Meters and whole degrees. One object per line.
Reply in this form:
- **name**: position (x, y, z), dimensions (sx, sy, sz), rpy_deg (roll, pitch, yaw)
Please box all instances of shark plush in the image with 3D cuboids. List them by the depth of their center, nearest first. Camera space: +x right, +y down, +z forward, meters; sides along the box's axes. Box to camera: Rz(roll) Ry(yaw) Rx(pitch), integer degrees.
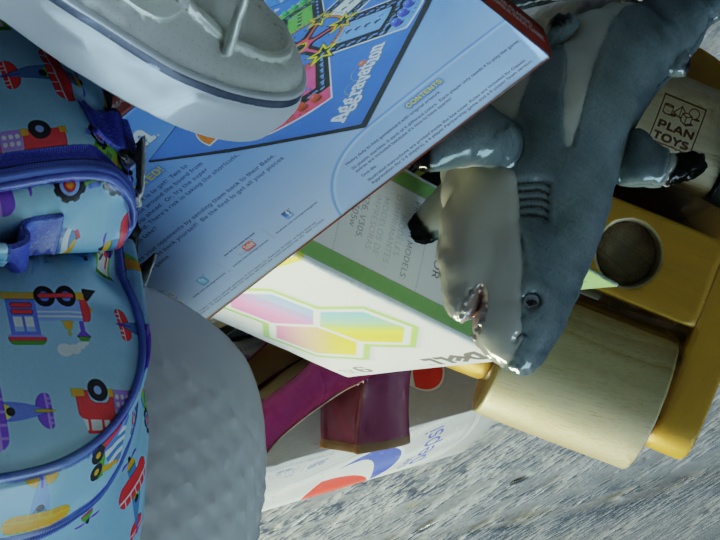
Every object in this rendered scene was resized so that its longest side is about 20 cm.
- **shark plush**: position (0.096, -0.052, 1.055), dimensions (0.200, 0.083, 0.091), rpy_deg (-44, 164, -26)

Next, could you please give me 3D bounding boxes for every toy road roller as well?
- **toy road roller**: position (0.120, -0.015, 1.296), dimensions (0.146, 0.122, 0.201), rpy_deg (177, -66, -86)

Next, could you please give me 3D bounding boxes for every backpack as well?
- **backpack**: position (-0.147, 0.013, 0.834), dimensions (0.181, 0.201, 0.135), rpy_deg (-2, 144, -23)

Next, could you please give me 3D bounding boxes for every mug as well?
- **mug**: position (-0.100, 0.113, 0.977), dimensions (0.147, 0.176, 0.200), rpy_deg (4, 144, 31)

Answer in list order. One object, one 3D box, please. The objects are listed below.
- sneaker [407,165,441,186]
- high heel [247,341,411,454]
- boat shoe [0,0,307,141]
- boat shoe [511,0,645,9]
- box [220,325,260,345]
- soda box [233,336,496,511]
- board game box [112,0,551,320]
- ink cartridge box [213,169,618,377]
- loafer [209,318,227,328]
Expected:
- **sneaker**: position (0.003, -0.074, 1.127), dimensions (0.076, 0.076, 0.200), rpy_deg (-20, 156, 8)
- **high heel**: position (-0.052, 0.040, 1.211), dimensions (0.067, 0.097, 0.199), rpy_deg (3, -173, 42)
- **boat shoe**: position (-0.071, -0.113, 0.816), dimensions (0.086, 0.075, 0.202), rpy_deg (-42, 132, 19)
- **boat shoe**: position (0.125, -0.142, 1.113), dimensions (0.198, 0.068, 0.074), rpy_deg (-25, 163, -14)
- **box**: position (-0.058, 0.033, 1.359), dimensions (0.200, 0.044, 0.160), rpy_deg (-35, 163, 16)
- **soda box**: position (-0.014, 0.067, 1.335), dimensions (0.199, 0.069, 0.063), rpy_deg (-13, 156, -44)
- **board game box**: position (-0.039, -0.048, 0.974), dimensions (0.200, 0.020, 0.103), rpy_deg (-37, 134, 23)
- **ink cartridge box**: position (0.000, 0.000, 1.126), dimensions (0.199, 0.060, 0.104), rpy_deg (26, 158, -36)
- **loafer**: position (-0.100, 0.007, 1.178), dimensions (0.199, 0.076, 0.068), rpy_deg (-33, 165, -24)
